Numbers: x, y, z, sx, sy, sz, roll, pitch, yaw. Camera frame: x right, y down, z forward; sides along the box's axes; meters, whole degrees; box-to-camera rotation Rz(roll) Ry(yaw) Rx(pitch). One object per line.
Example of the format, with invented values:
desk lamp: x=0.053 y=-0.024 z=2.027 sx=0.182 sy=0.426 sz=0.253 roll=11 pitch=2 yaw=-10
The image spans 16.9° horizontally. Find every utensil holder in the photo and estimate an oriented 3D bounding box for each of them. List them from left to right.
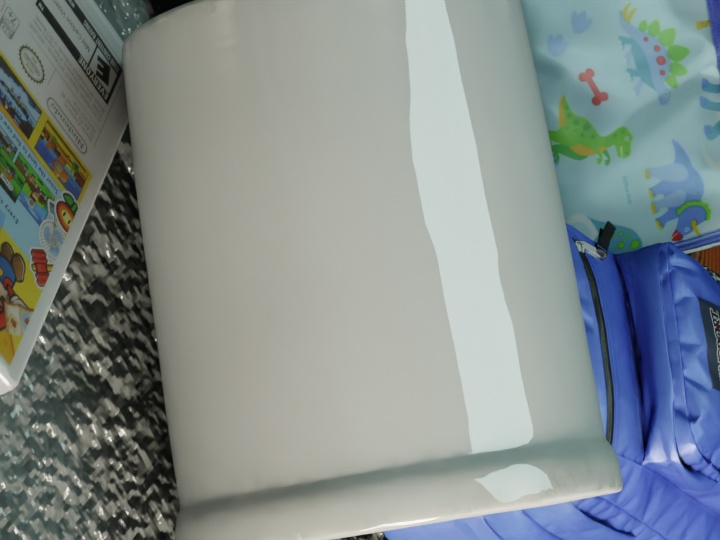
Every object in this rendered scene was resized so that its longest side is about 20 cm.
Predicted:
utensil holder: x=0.000 y=0.000 z=0.924 sx=0.170 sy=0.170 sz=0.201 roll=4 pitch=75 yaw=-61

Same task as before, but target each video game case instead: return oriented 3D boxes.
video game case: x=-0.158 y=-0.085 z=0.855 sx=0.200 sy=0.023 sz=0.182 roll=56 pitch=32 yaw=-31

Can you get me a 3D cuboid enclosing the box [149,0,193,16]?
box: x=-0.037 y=-0.108 z=1.072 sx=0.137 sy=0.038 sz=0.200 roll=-30 pitch=101 yaw=-62

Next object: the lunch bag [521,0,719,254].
lunch bag: x=0.134 y=-0.104 z=1.241 sx=0.160 sy=0.082 sz=0.201 roll=-10 pitch=92 yaw=-20

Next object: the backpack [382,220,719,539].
backpack: x=0.090 y=0.055 z=1.083 sx=0.200 sy=0.168 sz=0.163 roll=28 pitch=44 yaw=-49

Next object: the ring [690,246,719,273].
ring: x=0.181 y=-0.061 z=1.469 sx=0.200 sy=0.019 sz=0.201 roll=38 pitch=44 yaw=-49
